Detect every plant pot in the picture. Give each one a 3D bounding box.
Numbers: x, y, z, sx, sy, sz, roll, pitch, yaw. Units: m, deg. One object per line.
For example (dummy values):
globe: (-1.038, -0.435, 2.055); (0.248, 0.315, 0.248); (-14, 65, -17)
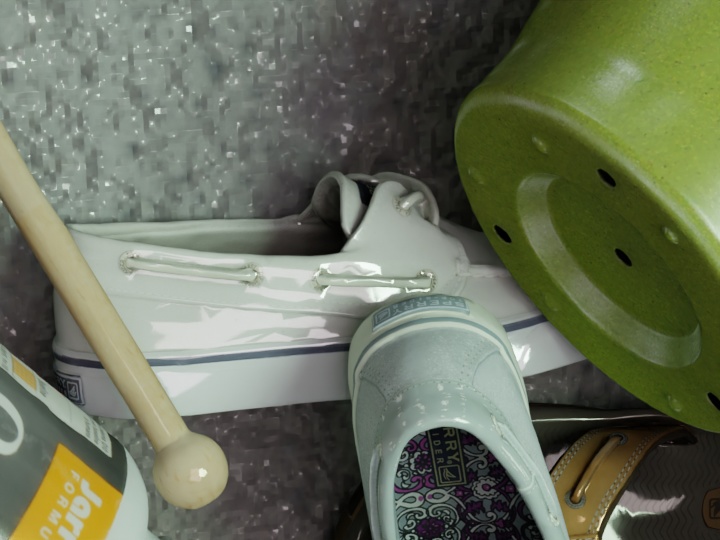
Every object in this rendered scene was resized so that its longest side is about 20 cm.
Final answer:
plant pot: (0.136, -0.060, 0.830); (0.193, 0.200, 0.201); (-41, 109, -19)

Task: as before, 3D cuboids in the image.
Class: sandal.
sandal: (0.088, 0.088, 0.925); (0.199, 0.055, 0.082); (0, 97, -14)

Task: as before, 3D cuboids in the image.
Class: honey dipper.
honey dipper: (-0.098, -0.017, 0.822); (0.038, 0.038, 0.201); (-30, 87, -13)

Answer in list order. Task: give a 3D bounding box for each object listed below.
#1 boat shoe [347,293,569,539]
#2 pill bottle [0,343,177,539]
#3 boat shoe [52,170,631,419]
boat shoe: (0.036, 0.104, 0.855); (0.070, 0.072, 0.201); (-12, 125, 7)
pill bottle: (-0.134, 0.071, 0.813); (0.200, 0.116, 0.117); (41, 83, -20)
boat shoe: (0.000, 0.000, 0.879); (0.199, 0.072, 0.066); (-6, 104, -10)
